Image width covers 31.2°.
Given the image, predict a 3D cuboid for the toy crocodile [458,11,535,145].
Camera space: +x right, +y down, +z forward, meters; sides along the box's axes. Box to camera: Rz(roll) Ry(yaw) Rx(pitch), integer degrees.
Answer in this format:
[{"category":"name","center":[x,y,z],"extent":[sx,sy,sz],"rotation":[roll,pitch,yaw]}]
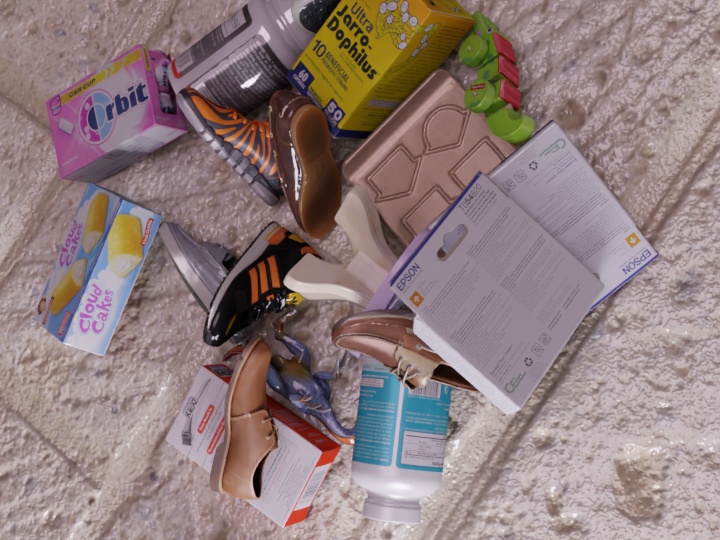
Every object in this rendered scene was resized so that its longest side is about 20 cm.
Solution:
[{"category":"toy crocodile","center":[0.163,-0.231,1.537],"extent":[0.061,0.067,0.202],"rotation":[-33,44,33]}]

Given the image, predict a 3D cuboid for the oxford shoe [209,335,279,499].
[{"category":"oxford shoe","center":[-0.125,0.177,1.539],"extent":[0.070,0.071,0.203],"rotation":[15,106,19]}]

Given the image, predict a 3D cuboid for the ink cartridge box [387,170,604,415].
[{"category":"ink cartridge box","center":[0.148,0.023,1.437],"extent":[0.200,0.041,0.200],"rotation":[43,62,-3]}]

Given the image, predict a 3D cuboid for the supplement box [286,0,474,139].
[{"category":"supplement box","center":[0.023,-0.270,1.572],"extent":[0.109,0.109,0.200],"rotation":[51,118,20]}]

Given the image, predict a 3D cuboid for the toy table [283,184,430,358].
[{"category":"toy table","center":[0.000,0.000,1.521],"extent":[0.117,0.184,0.201],"rotation":[37,122,7]}]

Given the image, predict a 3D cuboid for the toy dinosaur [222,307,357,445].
[{"category":"toy dinosaur","center":[-0.061,0.141,1.609],"extent":[0.104,0.200,0.183],"rotation":[-34,92,-27]}]

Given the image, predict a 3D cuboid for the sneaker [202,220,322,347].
[{"category":"sneaker","center":[-0.117,0.026,1.587],"extent":[0.089,0.070,0.201],"rotation":[27,50,7]}]

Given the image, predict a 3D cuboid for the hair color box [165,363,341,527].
[{"category":"hair color box","center":[-0.135,0.215,1.610],"extent":[0.199,0.064,0.112],"rotation":[32,101,21]}]

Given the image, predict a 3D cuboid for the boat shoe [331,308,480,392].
[{"category":"boat shoe","center":[0.064,0.093,1.437],"extent":[0.197,0.076,0.073],"rotation":[9,65,-9]}]

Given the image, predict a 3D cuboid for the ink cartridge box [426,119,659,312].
[{"category":"ink cartridge box","center":[0.212,-0.037,1.516],"extent":[0.196,0.043,0.201],"rotation":[-39,95,11]}]

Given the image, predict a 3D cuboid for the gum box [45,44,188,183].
[{"category":"gum box","center":[-0.323,-0.208,1.722],"extent":[0.198,0.066,0.115],"rotation":[-23,74,32]}]

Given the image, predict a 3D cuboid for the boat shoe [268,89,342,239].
[{"category":"boat shoe","center":[-0.071,-0.133,1.593],"extent":[0.070,0.202,0.070],"rotation":[-33,47,-30]}]

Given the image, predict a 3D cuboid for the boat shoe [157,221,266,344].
[{"category":"boat shoe","center":[-0.191,0.005,1.672],"extent":[0.071,0.070,0.201],"rotation":[-34,65,-12]}]

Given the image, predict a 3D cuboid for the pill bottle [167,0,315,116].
[{"category":"pill bottle","center":[-0.140,-0.275,1.661],"extent":[0.199,0.114,0.115],"rotation":[-33,72,13]}]

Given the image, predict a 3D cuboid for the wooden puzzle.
[{"category":"wooden puzzle","center":[0.102,-0.114,1.584],"extent":[0.185,0.046,0.200],"rotation":[-44,74,10]}]

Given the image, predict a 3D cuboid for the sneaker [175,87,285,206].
[{"category":"sneaker","center":[-0.137,-0.183,1.625],"extent":[0.112,0.200,0.078],"rotation":[-44,35,2]}]

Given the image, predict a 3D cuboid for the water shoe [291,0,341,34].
[{"category":"water shoe","center":[-0.016,-0.354,1.611],"extent":[0.079,0.198,0.072],"rotation":[49,145,27]}]

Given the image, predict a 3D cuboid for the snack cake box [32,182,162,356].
[{"category":"snack cake box","center":[-0.349,-0.003,1.703],"extent":[0.114,0.067,0.202],"rotation":[23,91,51]}]

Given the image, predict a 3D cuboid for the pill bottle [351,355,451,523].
[{"category":"pill bottle","center":[0.047,0.192,1.521],"extent":[0.109,0.111,0.203],"rotation":[5,84,21]}]
